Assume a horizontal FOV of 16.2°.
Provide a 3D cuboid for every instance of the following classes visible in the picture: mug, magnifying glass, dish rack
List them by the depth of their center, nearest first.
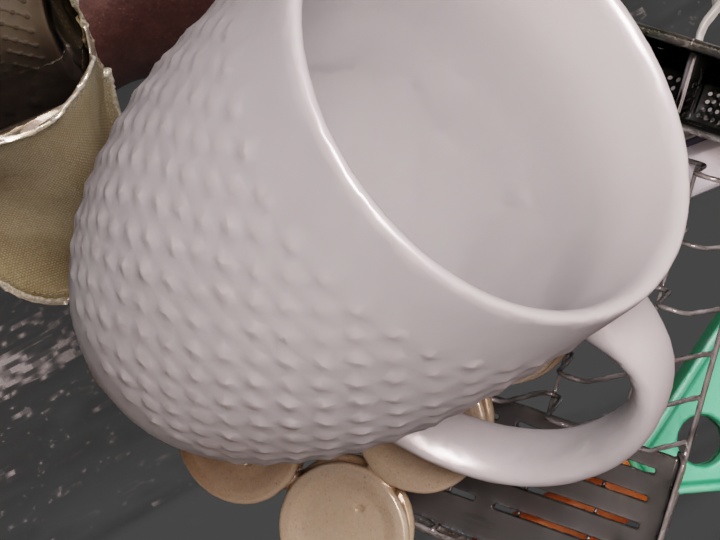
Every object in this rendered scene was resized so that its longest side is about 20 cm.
[{"bbox_3d":[0.010,-0.001,0.797,0.200,0.175,0.148,38,48,-16],"label":"mug"},{"bbox_3d":[0.060,0.006,0.894,0.153,0.055,0.201,18,100,20],"label":"dish rack"},{"bbox_3d":[0.121,0.068,0.956,0.200,0.022,0.080,-30,92,-6],"label":"magnifying glass"}]

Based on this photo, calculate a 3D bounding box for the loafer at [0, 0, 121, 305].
[{"bbox_3d":[-0.118,-0.056,0.825,0.075,0.068,0.200,-19,133,-5],"label":"loafer"}]

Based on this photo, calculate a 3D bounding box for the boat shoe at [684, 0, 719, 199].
[{"bbox_3d":[0.167,-0.099,0.940,0.201,0.075,0.086,-31,93,-9],"label":"boat shoe"}]

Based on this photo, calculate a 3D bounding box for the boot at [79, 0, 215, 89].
[{"bbox_3d":[-0.041,-0.091,0.916,0.166,0.072,0.201,22,97,-15],"label":"boot"}]

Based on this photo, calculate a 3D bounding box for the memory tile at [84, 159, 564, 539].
[{"bbox_3d":[0.000,0.000,0.882,0.153,0.017,0.200,41,109,13],"label":"memory tile"}]
